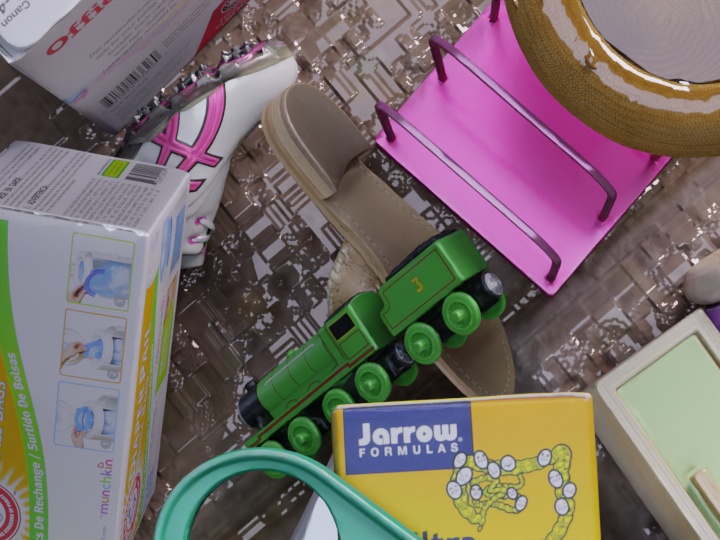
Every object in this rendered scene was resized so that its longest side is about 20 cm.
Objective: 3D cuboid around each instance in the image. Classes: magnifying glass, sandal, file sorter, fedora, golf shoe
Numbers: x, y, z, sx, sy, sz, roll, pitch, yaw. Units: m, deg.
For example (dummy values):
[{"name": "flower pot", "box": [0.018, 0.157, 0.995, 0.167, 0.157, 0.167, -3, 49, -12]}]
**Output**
[{"name": "magnifying glass", "box": [0.016, 0.119, 0.593, 0.198, 0.022, 0.081, 9, 84, 7]}, {"name": "sandal", "box": [0.003, -0.002, 0.867, 0.069, 0.078, 0.213, -32, 98, 36]}, {"name": "file sorter", "box": [0.119, -0.111, 0.831, 0.139, 0.125, 0.200, 41, 89, 8]}, {"name": "fedora", "box": [0.156, -0.153, 0.729, 0.198, 0.082, 0.203, 0, 90, 3]}, {"name": "golf shoe", "box": [-0.107, -0.052, 0.880, 0.199, 0.073, 0.092, -39, 101, 6]}]

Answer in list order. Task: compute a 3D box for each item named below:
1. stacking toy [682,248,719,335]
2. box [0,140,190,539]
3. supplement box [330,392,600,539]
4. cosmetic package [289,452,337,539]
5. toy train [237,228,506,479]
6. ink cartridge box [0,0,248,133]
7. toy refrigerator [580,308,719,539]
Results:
[{"name": "stacking toy", "box": [0.257, 0.072, 0.829, 0.085, 0.085, 0.201, -28, 89, 2]}, {"name": "box", "box": [-0.159, 0.049, 0.810, 0.100, 0.113, 0.202, 10, 110, 2]}, {"name": "supplement box", "box": [0.051, 0.156, 0.650, 0.108, 0.109, 0.203, -4, 83, 6]}, {"name": "cosmetic package", "box": [0.026, 0.208, 0.786, 0.166, 0.166, 0.202, 26, 86, 8]}, {"name": "toy train", "box": [-0.001, 0.047, 0.822, 0.200, 0.042, 0.057, -40, 82, 35]}, {"name": "ink cartridge box", "box": [-0.131, -0.167, 0.822, 0.148, 0.200, 0.086, -44, 82, -1]}, {"name": "toy refrigerator", "box": [0.206, 0.127, 0.820, 0.076, 0.070, 0.201, -33, 82, -9]}]
